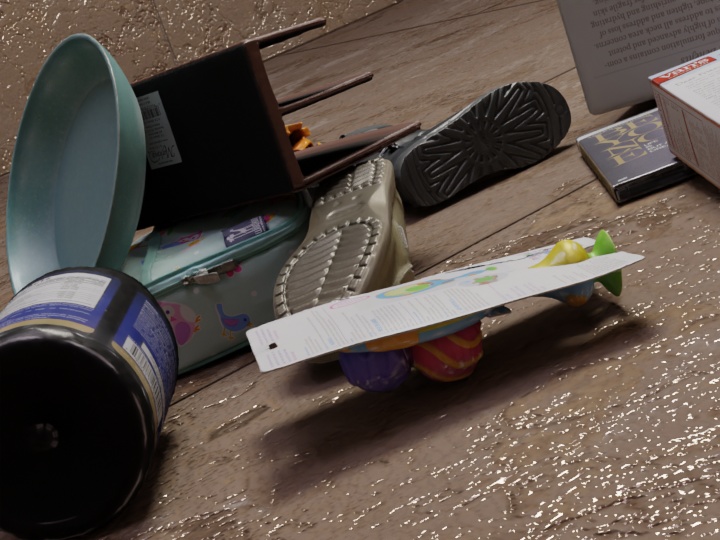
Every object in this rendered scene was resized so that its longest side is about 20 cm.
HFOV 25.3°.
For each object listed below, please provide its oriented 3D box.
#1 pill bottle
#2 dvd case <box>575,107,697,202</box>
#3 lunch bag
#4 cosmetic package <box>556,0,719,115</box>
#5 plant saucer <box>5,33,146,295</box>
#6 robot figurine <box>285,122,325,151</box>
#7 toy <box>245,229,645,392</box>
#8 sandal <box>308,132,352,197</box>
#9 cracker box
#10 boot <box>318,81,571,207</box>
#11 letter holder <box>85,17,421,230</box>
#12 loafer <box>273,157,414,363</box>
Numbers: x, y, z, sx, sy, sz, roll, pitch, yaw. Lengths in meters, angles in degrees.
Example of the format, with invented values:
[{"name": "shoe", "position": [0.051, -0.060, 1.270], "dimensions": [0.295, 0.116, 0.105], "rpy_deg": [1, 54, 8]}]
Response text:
[{"name": "pill bottle", "position": [-0.158, 0.062, 0.888], "dimensions": [0.111, 0.113, 0.200], "rpy_deg": [-20, 12, 4]}, {"name": "dvd case", "position": [0.234, -0.099, 1.132], "dimensions": [0.147, 0.016, 0.200], "rpy_deg": [-21, 12, 5]}, {"name": "lunch bag", "position": [-0.100, 0.001, 1.121], "dimensions": [0.159, 0.078, 0.200], "rpy_deg": [-21, 13, 1]}, {"name": "cosmetic package", "position": [0.256, -0.253, 1.284], "dimensions": [0.166, 0.202, 0.166], "rpy_deg": [-13, 9, 33]}, {"name": "plant saucer", "position": [-0.192, -0.059, 1.100], "dimensions": [0.036, 0.203, 0.199], "rpy_deg": [8, -5, -32]}, {"name": "robot figurine", "position": [-0.111, -0.093, 1.572], "dimensions": [0.144, 0.059, 0.200], "rpy_deg": [-13, 16, 30]}, {"name": "toy", "position": [0.044, 0.030, 0.838], "dimensions": [0.198, 0.048, 0.115], "rpy_deg": [-19, 9, -5]}, {"name": "sandal", "position": [0.022, -0.114, 1.473], "dimensions": [0.198, 0.046, 0.075], "rpy_deg": [-21, 13, 3]}, {"name": "cracker box", "position": [0.264, -0.096, 0.948], "dimensions": [0.132, 0.058, 0.200], "rpy_deg": [-21, 18, 1]}, {"name": "boot", "position": [0.063, -0.103, 1.343], "dimensions": [0.163, 0.066, 0.200], "rpy_deg": [-24, 8, -18]}, {"name": "letter holder", "position": [-0.072, -0.110, 1.128], "dimensions": [0.141, 0.102, 0.199], "rpy_deg": [-27, 11, -39]}, {"name": "loafer", "position": [0.000, 0.000, 0.995], "dimensions": [0.075, 0.069, 0.201], "rpy_deg": [-18, 26, 22]}]
